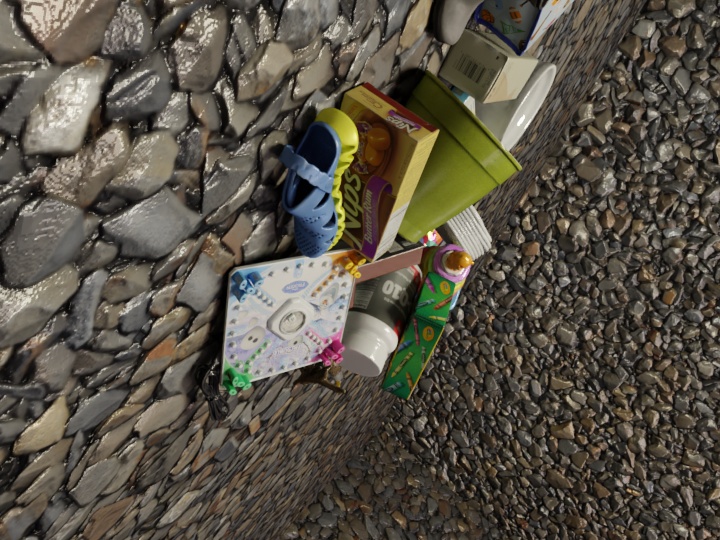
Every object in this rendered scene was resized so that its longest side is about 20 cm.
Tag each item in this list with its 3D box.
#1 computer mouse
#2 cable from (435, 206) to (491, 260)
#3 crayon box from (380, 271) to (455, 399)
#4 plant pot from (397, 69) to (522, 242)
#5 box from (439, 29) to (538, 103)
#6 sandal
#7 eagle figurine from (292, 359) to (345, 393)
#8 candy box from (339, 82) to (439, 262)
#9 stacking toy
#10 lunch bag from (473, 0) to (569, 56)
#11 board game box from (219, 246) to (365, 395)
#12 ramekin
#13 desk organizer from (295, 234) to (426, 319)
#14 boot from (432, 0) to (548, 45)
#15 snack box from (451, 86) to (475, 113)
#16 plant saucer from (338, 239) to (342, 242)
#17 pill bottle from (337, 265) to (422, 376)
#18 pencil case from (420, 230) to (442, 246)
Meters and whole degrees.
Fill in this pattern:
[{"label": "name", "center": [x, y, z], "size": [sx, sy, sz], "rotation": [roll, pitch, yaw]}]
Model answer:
[{"label": "computer mouse", "center": [-0.172, 0.118, 0.869], "size": [0.200, 0.046, 0.142], "rotation": [-46, 151, -27]}, {"label": "cable", "center": [0.175, -0.110, 1.132], "size": [0.069, 0.201, 0.200], "rotation": [-36, 146, 4]}, {"label": "crayon box", "center": [0.102, 0.118, 1.031], "size": [0.119, 0.057, 0.202], "rotation": [-64, 174, -50]}, {"label": "plant pot", "center": [0.103, -0.154, 0.872], "size": [0.193, 0.201, 0.200], "rotation": [-45, 167, 16]}, {"label": "box", "center": [0.217, -0.338, 0.963], "size": [0.199, 0.095, 0.078], "rotation": [-28, 151, -56]}, {"label": "sandal", "center": [-0.063, -0.092, 0.694], "size": [0.087, 0.079, 0.202], "rotation": [-37, 149, -37]}, {"label": "eagle figurine", "center": [-0.043, 0.152, 1.103], "size": [0.200, 0.151, 0.152], "rotation": [-40, 161, -44]}, {"label": "candy box", "center": [0.012, -0.123, 0.760], "size": [0.056, 0.116, 0.202], "rotation": [-37, 158, -43]}, {"label": "stacking toy", "center": [0.157, -0.006, 1.053], "size": [0.200, 0.114, 0.112], "rotation": [126, -15, -76]}, {"label": "lunch bag", "center": [0.261, -0.446, 0.816], "size": [0.171, 0.123, 0.200], "rotation": [-49, 171, -14]}, {"label": "board game box", "center": [-0.093, 0.072, 0.810], "size": [0.197, 0.026, 0.203], "rotation": [-12, 129, -34]}, {"label": "ramekin", "center": [0.301, -0.346, 1.184], "size": [0.201, 0.097, 0.201], "rotation": [-48, 164, -19]}, {"label": "desk organizer", "center": [0.000, 0.000, 0.904], "size": [0.197, 0.072, 0.078], "rotation": [-17, 130, -30]}, {"label": "boot", "center": [0.175, -0.356, 0.723], "size": [0.070, 0.131, 0.202], "rotation": [-40, 159, -41]}, {"label": "snack box", "center": [0.170, -0.257, 1.092], "size": [0.117, 0.037, 0.200], "rotation": [-54, 165, 0]}, {"label": "plant saucer", "center": [-0.057, 0.025, 0.990], "size": [0.201, 0.050, 0.201], "rotation": [-49, 164, -19]}, {"label": "pill bottle", "center": [0.027, 0.073, 1.011], "size": [0.115, 0.112, 0.202], "rotation": [99, 14, -59]}, {"label": "pencil case", "center": [0.177, -0.134, 1.298], "size": [0.202, 0.088, 0.088], "rotation": [-58, 164, 3]}]
